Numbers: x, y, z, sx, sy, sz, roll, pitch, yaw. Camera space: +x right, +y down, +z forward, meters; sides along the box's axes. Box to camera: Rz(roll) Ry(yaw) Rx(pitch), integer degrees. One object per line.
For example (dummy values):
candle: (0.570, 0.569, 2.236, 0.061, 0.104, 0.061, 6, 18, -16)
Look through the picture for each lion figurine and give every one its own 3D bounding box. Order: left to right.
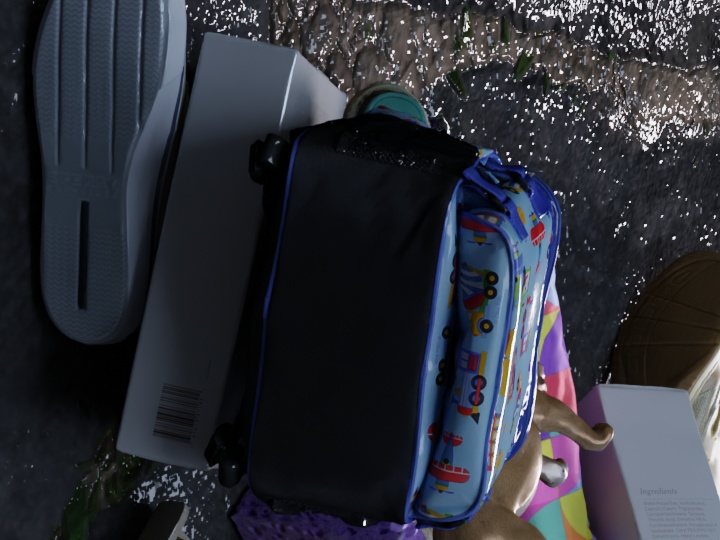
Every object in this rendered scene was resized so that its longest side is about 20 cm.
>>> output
lion figurine: (0.071, 0.109, 1.311, 0.122, 0.072, 0.201, 32, 38, -27)

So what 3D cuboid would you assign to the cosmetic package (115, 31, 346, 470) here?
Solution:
cosmetic package: (-0.060, -0.004, 1.212, 0.151, 0.051, 0.201, 26, 76, -78)

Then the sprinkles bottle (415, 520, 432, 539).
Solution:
sprinkles bottle: (0.014, 0.138, 1.377, 0.068, 0.068, 0.201, -49, 134, -34)

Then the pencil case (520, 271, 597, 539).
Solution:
pencil case: (0.087, 0.089, 1.426, 0.088, 0.088, 0.201, -22, 106, -48)

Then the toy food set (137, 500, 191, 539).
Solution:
toy food set: (-0.081, 0.228, 1.280, 0.144, 0.060, 0.200, -61, 140, -23)

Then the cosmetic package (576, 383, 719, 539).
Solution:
cosmetic package: (0.170, 0.179, 1.479, 0.074, 0.102, 0.201, 4, 59, -28)

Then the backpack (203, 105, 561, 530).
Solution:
backpack: (0.022, 0.015, 1.164, 0.200, 0.134, 0.184, -35, 135, -74)

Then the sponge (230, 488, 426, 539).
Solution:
sponge: (0.011, 0.199, 1.351, 0.030, 0.111, 0.201, -54, 136, -32)

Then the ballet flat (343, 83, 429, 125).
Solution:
ballet flat: (0.000, 0.000, 1.313, 0.067, 0.062, 0.201, 18, 73, -22)

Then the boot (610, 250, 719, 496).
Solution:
boot: (0.225, 0.103, 1.645, 0.155, 0.072, 0.201, 41, 62, -52)

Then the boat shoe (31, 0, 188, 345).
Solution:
boat shoe: (-0.115, -0.066, 1.172, 0.062, 0.072, 0.201, -29, 130, -65)
